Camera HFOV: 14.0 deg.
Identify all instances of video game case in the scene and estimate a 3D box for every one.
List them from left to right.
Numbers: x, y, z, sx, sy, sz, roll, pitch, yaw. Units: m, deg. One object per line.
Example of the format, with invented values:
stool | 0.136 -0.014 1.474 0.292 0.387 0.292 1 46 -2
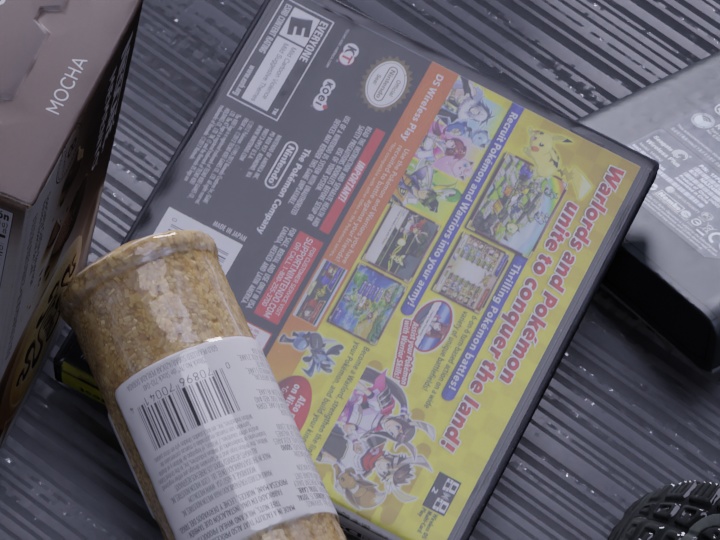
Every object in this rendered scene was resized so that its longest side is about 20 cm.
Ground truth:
video game case | 0.000 0.000 1.200 0.180 0.026 0.201 27 70 6

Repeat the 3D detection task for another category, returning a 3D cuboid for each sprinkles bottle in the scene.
sprinkles bottle | -0.047 0.084 1.114 0.068 0.068 0.201 -17 71 -24

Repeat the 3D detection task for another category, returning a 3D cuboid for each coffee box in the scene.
coffee box | -0.148 -0.021 1.100 0.080 0.200 0.113 22 52 2

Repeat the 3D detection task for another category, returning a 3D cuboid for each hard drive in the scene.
hard drive | 0.182 -0.043 1.285 0.199 0.033 0.140 -26 50 -28

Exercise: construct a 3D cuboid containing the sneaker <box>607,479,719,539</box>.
sneaker | 0.177 0.155 1.141 0.200 0.091 0.076 35 81 36
